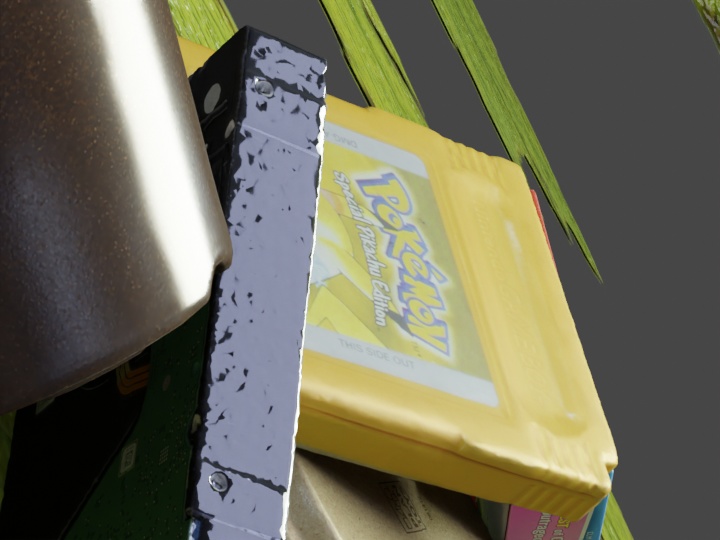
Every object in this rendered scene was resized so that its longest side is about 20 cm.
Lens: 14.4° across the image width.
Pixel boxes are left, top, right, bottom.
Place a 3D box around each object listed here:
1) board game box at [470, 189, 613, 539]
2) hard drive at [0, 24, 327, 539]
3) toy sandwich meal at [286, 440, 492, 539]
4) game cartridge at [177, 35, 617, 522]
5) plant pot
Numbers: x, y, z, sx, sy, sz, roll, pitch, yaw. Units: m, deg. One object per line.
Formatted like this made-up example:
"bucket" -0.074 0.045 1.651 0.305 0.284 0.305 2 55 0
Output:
"board game box" 0.060 0.088 1.208 0.200 0.040 0.153 95 -13 -49
"hard drive" -0.065 0.039 0.897 0.038 0.140 0.200 22 54 -25
"toy sandwich meal" -0.011 0.110 1.062 0.205 0.070 0.205 50 18 -22
"game cartridge" 0.000 0.000 1.062 0.200 0.032 0.176 17 41 -33
"plant pot" -0.135 -0.068 0.798 0.200 0.200 0.198 -81 153 -70
